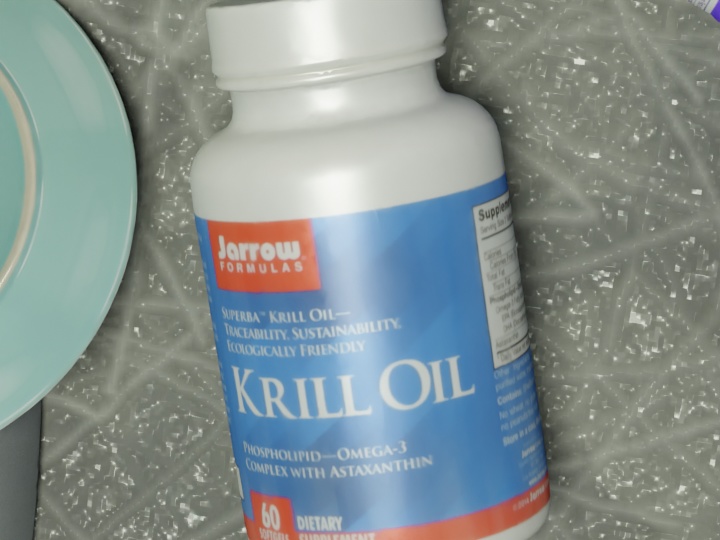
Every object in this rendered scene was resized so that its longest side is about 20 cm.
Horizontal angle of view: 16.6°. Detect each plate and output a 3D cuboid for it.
[{"bbox_3d":[-0.181,-0.028,0.904,0.199,0.026,0.201,-1,80,8],"label":"plate"}]

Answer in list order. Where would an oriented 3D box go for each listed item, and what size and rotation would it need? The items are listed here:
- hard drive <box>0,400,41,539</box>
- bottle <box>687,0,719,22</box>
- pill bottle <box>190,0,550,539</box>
[{"bbox_3d":[-0.193,0.069,0.952,0.134,0.042,0.201,7,102,8],"label":"hard drive"},{"bbox_3d":[0.130,-0.118,0.837,0.200,0.084,0.065,30,104,4],"label":"bottle"},{"bbox_3d":[0.000,0.000,0.869,0.112,0.112,0.201,-8,100,11],"label":"pill bottle"}]
